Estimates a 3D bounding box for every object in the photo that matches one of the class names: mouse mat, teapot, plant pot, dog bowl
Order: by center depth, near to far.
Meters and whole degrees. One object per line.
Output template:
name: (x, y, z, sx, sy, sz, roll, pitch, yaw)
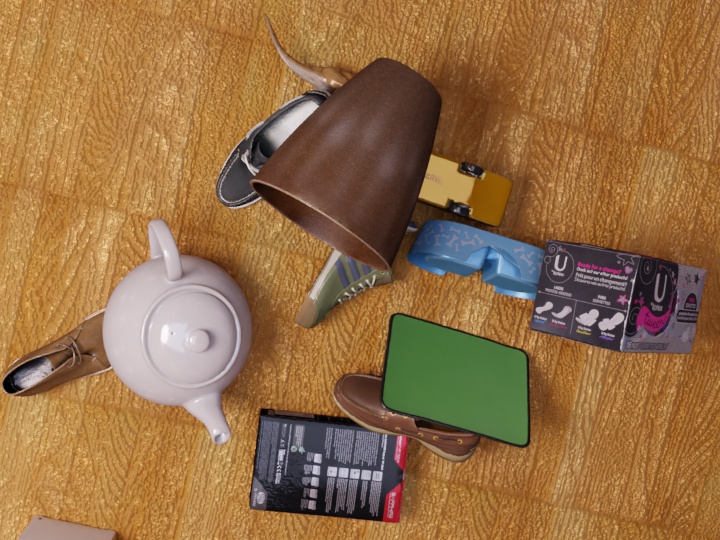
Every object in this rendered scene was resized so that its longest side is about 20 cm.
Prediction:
plant pot: (0.004, -0.134, 1.032, 0.186, 0.187, 0.201, 32, 83, -7)
teapot: (-0.211, 0.071, 1.081, 0.199, 0.146, 0.199, 31, 80, -21)
mouse mat: (0.124, 0.137, 1.151, 0.198, 0.162, 0.008, 18, 135, -7)
dog bowl: (0.160, -0.014, 1.154, 0.198, 0.111, 0.050, 17, 78, -6)

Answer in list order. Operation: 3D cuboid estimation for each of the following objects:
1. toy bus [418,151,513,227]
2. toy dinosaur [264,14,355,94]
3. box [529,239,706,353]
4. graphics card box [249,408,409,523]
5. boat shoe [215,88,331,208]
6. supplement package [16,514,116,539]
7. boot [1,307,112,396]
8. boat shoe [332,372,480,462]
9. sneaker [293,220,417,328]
toy bus: (0.092, -0.116, 1.151, 0.198, 0.078, 0.066, 18, 94, -7)
toy dinosaur: (-0.041, -0.237, 1.149, 0.198, 0.060, 0.107, 13, 80, -16)
box: (0.322, 0.033, 1.110, 0.199, 0.131, 0.116, 5, 95, -47)
graphics card box: (-0.041, 0.255, 1.178, 0.198, 0.051, 0.127, 6, 93, -7)
boat shoe: (-0.113, -0.149, 1.114, 0.076, 0.060, 0.200, 44, 107, -2)
supplement package: (-0.389, 0.428, 1.126, 0.113, 0.110, 0.202, 13, 93, -7)
boot: (-0.352, 0.104, 1.126, 0.199, 0.075, 0.074, -29, 93, -5)
boat shoe: (0.062, 0.174, 1.143, 0.198, 0.068, 0.072, 23, 57, 4)
sneaker: (0.000, 0.000, 1.155, 0.089, 0.067, 0.201, 30, 88, -2)
